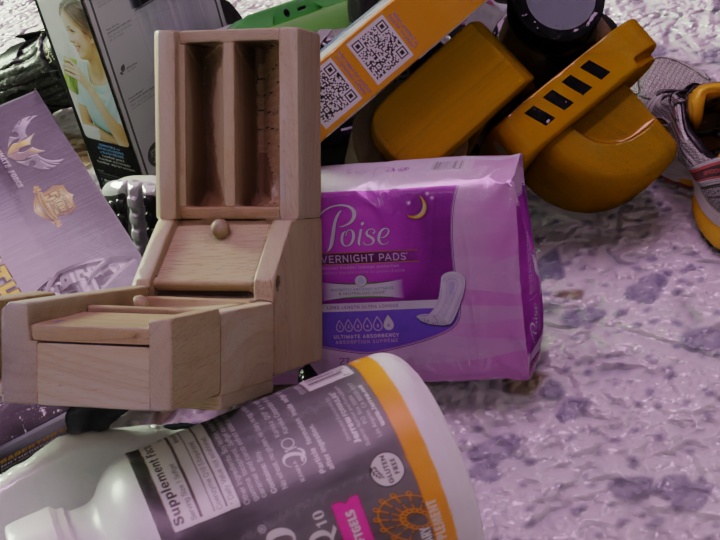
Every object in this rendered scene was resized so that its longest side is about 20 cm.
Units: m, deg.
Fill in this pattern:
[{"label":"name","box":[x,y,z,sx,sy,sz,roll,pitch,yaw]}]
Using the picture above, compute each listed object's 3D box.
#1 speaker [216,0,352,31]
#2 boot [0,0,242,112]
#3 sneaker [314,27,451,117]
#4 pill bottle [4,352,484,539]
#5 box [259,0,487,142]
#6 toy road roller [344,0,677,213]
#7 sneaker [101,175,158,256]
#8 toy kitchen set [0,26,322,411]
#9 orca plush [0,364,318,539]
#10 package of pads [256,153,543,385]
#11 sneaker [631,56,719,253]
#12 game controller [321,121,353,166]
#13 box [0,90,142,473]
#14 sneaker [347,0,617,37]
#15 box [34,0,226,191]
[{"label":"speaker","box":[-0.047,-0.149,1.112,0.088,0.089,0.200,17,31,37]},{"label":"boot","box":[-0.201,-0.163,1.223,0.158,0.080,0.211,-27,-13,38]},{"label":"sneaker","box":[-0.029,-0.133,1.001,0.200,0.075,0.082,-15,-9,-28]},{"label":"pill bottle","box":[-0.053,0.124,0.713,0.200,0.117,0.116,-22,34,-12]},{"label":"box","box":[0.014,-0.136,0.911,0.200,0.042,0.119,-39,9,-12]},{"label":"toy road roller","box":[0.101,-0.083,0.947,0.200,0.123,0.146,-39,84,-10]},{"label":"sneaker","box":[-0.073,-0.021,0.979,0.200,0.075,0.081,17,33,22]},{"label":"toy kitchen set","box":[-0.126,-0.031,0.746,0.163,0.181,0.200,1,3,16]},{"label":"orca plush","box":[-0.109,0.103,0.806,0.200,0.105,0.071,-31,6,-20]},{"label":"package of pads","box":[0.000,0.000,0.862,0.199,0.121,0.076,-3,13,15]},{"label":"sneaker","box":[0.224,-0.092,0.965,0.078,0.082,0.200,-16,33,-5]},{"label":"game controller","box":[0.008,-0.080,1.072,0.199,0.042,0.104,-13,19,0]},{"label":"box","box":[-0.213,0.009,0.906,0.158,0.048,0.200,-27,71,-20]},{"label":"sneaker","box":[0.082,-0.174,1.126,0.200,0.081,0.086,11,14,-17]},{"label":"box","box":[-0.155,-0.163,1.093,0.060,0.200,0.117,16,44,39]}]
